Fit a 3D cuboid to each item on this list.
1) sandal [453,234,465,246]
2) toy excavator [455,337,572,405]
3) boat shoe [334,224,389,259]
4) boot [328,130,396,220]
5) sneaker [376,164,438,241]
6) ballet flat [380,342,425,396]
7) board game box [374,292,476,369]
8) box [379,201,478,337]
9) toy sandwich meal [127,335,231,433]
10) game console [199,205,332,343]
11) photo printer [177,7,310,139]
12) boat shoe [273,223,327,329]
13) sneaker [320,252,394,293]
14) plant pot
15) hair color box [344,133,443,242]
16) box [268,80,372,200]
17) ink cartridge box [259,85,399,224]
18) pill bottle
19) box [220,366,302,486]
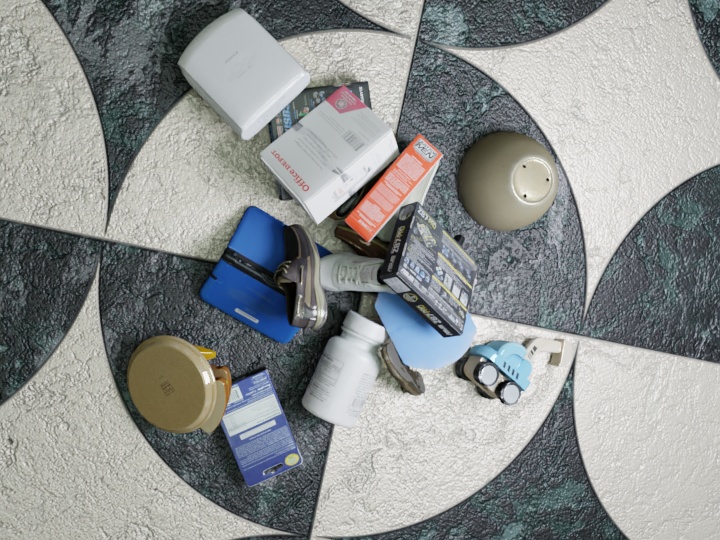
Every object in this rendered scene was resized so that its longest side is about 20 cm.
[{"bbox_3d":[0.153,0.019,1.439,0.048,0.075,0.201,31,97,-13],"label":"sandal"},{"bbox_3d":[0.325,0.184,1.491,0.194,0.100,0.201,40,77,-15],"label":"toy excavator"},{"bbox_3d":[0.032,-0.022,1.403,0.199,0.072,0.068,30,90,-14],"label":"boat shoe"},{"bbox_3d":[0.009,-0.176,1.334,0.073,0.075,0.201,34,89,-15],"label":"boot"},{"bbox_3d":[0.090,-0.146,1.398,0.075,0.085,0.201,31,93,-2],"label":"sneaker"},{"bbox_3d":[0.075,0.197,1.402,0.046,0.200,0.068,-16,59,16],"label":"ballet flat"},{"bbox_3d":[0.120,0.090,1.385,0.157,0.039,0.201,-26,81,-11],"label":"board game box"},{"bbox_3d":[0.128,0.000,1.300,0.200,0.049,0.162,41,53,-32],"label":"box"},{"bbox_3d":[-0.331,0.205,1.333,0.203,0.070,0.207,4,103,16],"label":"toy sandwich meal"},{"bbox_3d":[-0.176,0.011,1.384,0.199,0.119,0.171,31,119,-14],"label":"game console"},{"bbox_3d":[-0.212,-0.355,1.284,0.166,0.069,0.200,-43,79,-5],"label":"photo printer"},{"bbox_3d":[-0.114,0.009,1.308,0.073,0.074,0.202,-3,68,-32],"label":"boat shoe"},{"bbox_3d":[0.000,0.000,1.329,0.198,0.100,0.076,2,84,8],"label":"sneaker"},{"bbox_3d":[0.307,-0.175,1.422,0.198,0.134,0.203,-1,96,-13],"label":"plant pot"},{"bbox_3d":[0.057,-0.145,1.305,0.061,0.102,0.200,41,91,-2],"label":"hair color box"},{"bbox_3d":[-0.069,-0.244,1.368,0.197,0.050,0.202,-10,99,-12],"label":"box"},{"bbox_3d":[-0.054,-0.204,1.277,0.200,0.083,0.147,-40,63,-5],"label":"ink cartridge box"},{"bbox_3d":[-0.023,0.186,1.389,0.114,0.114,0.201,24,90,-15],"label":"pill bottle"},{"bbox_3d":[-0.200,0.302,1.399,0.120,0.032,0.202,-22,98,-10],"label":"box"}]
